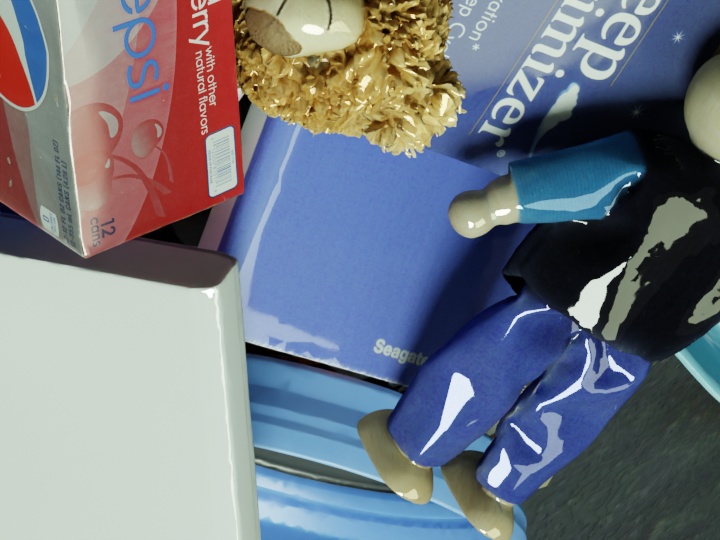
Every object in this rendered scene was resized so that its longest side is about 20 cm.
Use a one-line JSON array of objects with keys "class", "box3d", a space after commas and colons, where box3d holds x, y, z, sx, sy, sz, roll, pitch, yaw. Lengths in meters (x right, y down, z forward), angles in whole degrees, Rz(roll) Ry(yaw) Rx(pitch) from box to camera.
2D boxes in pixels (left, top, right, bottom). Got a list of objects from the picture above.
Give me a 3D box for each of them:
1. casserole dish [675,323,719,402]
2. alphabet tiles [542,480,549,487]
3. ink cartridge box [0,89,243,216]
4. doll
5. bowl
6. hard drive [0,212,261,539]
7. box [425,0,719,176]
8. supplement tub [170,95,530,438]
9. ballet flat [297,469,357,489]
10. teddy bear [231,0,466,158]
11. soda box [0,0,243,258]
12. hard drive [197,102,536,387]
[{"class": "casserole dish", "box3d": [0.158, -0.022, 1.010, 0.121, 0.039, 0.200, -34, 127, 13]}, {"class": "alphabet tiles", "box3d": [0.064, 0.079, 1.299, 0.166, 0.006, 0.201, -11, 140, -42]}, {"class": "ink cartridge box", "box3d": [-0.076, -0.088, 0.875, 0.094, 0.037, 0.200, 23, 117, -36]}, {"class": "doll", "box3d": [0.081, 0.004, 0.909, 0.136, 0.049, 0.200, 27, 115, -28]}, {"class": "bowl", "box3d": [-0.027, 0.079, 1.063, 0.201, 0.199, 0.040, 51, 50, -62]}, {"class": "hard drive", "box3d": [-0.100, 0.074, 0.939, 0.027, 0.131, 0.201, -56, 150, -51]}, {"class": "box", "box3d": [0.079, -0.084, 0.891, 0.199, 0.032, 0.121, 17, 120, -30]}, {"class": "supplement tub", "box3d": [0.000, 0.000, 1.038, 0.107, 0.107, 0.200, -44, 146, 5]}, {"class": "ballet flat", "box3d": [0.013, 0.049, 1.167, 0.200, 0.068, 0.067, -51, -165, 4]}, {"class": "teddy bear", "box3d": [0.010, -0.134, 0.779, 0.200, 0.145, 0.067, -51, -175, 15]}, {"class": "soda box", "box3d": [-0.082, -0.111, 0.759, 0.063, 0.070, 0.201, -23, 127, -32]}, {"class": "hard drive", "box3d": [0.025, -0.060, 0.935, 0.131, 0.025, 0.201, 17, 97, -36]}]
